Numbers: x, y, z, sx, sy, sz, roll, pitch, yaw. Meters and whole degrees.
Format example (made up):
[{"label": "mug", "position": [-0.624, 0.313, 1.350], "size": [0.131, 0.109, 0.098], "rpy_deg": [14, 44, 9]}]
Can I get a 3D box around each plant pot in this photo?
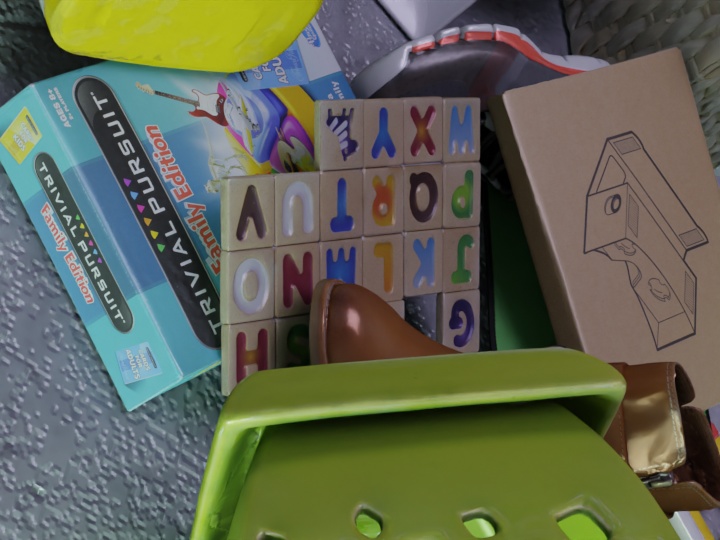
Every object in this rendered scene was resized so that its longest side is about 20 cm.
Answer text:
[{"label": "plant pot", "position": [0.025, 0.144, 0.853], "size": [0.198, 0.199, 0.183], "rpy_deg": [-4, 60, -12]}]

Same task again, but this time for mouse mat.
[{"label": "mouse mat", "position": [0.134, 0.002, 1.186], "size": [0.160, 0.008, 0.201], "rpy_deg": [22, 49, -27]}]

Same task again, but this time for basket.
[{"label": "basket", "position": [0.231, -0.161, 1.257], "size": [0.123, 0.200, 0.137], "rpy_deg": [7, 63, -36]}]

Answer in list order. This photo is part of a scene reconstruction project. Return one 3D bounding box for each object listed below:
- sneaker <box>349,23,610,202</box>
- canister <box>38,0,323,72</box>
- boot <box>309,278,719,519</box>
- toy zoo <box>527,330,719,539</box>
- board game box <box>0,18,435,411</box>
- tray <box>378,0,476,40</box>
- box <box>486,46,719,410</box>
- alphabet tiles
[{"label": "sneaker", "position": [0.083, -0.081, 1.148], "size": [0.199, 0.077, 0.082], "rpy_deg": [2, 65, -38]}, {"label": "canister", "position": [-0.112, -0.198, 0.992], "size": [0.148, 0.087, 0.201], "rpy_deg": [3, 53, -41]}, {"label": "boot", "position": [0.076, 0.060, 0.974], "size": [0.200, 0.154, 0.074], "rpy_deg": [49, 41, -42]}, {"label": "toy zoo", "position": [0.165, 0.115, 1.169], "size": [0.131, 0.020, 0.201], "rpy_deg": [-31, 91, -48]}, {"label": "board game box", "position": [-0.068, -0.038, 1.009], "size": [0.200, 0.047, 0.152], "rpy_deg": [-26, 87, -48]}, {"label": "tray", "position": [0.009, -0.235, 1.155], "size": [0.200, 0.107, 0.022], "rpy_deg": [48, 23, -13]}, {"label": "box", "position": [0.153, -0.014, 1.144], "size": [0.163, 0.021, 0.202], "rpy_deg": [-18, 92, -45]}, {"label": "alphabet tiles", "position": [0.000, 0.000, 1.009], "size": [0.199, 0.008, 0.169], "rpy_deg": [-7, 99, -52]}]
